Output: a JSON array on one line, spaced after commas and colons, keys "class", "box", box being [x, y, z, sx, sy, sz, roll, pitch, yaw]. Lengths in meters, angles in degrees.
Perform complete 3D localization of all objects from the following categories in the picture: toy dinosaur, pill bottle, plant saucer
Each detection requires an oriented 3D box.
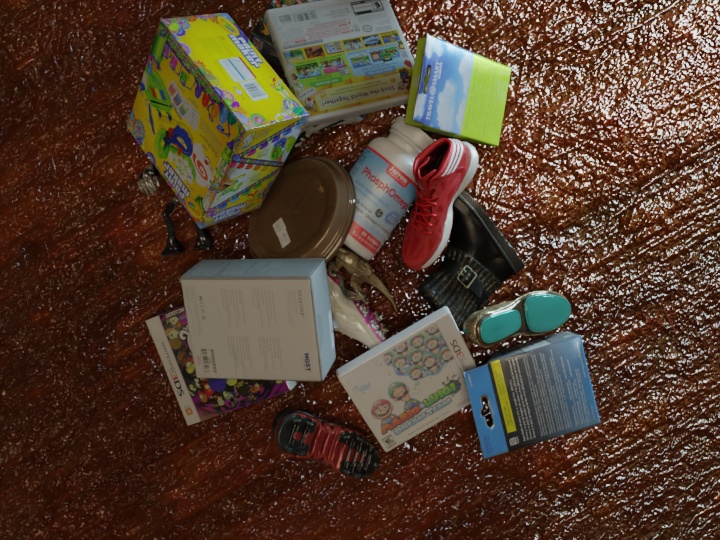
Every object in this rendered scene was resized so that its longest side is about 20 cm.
[{"class": "toy dinosaur", "box": [0.000, 0.000, 1.167, 0.199, 0.101, 0.058, 40, 107, -11]}, {"class": "pill bottle", "box": [0.031, -0.127, 1.159, 0.108, 0.109, 0.202, 36, 94, -3]}, {"class": "plant saucer", "box": [-0.095, -0.083, 1.140, 0.196, 0.029, 0.205, -15, 62, 29]}]

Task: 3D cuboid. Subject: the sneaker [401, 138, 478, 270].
[{"class": "sneaker", "box": [0.090, -0.100, 1.099, 0.077, 0.114, 0.205, 26, 100, 32]}]

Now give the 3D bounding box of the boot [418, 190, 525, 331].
[{"class": "boot", "box": [0.140, -0.028, 1.183, 0.157, 0.079, 0.212, -40, 95, 3]}]

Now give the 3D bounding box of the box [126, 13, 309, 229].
[{"class": "box", "box": [-0.205, -0.208, 1.060, 0.201, 0.121, 0.193, 51, 133, 14]}]

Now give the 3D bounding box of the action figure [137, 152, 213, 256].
[{"class": "action figure", "box": [-0.273, -0.129, 1.162, 0.115, 0.102, 0.206, -8, 97, -7]}]

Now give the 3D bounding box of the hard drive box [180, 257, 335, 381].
[{"class": "hard drive box", "box": [-0.144, 0.070, 1.091, 0.194, 0.077, 0.160, 0, 110, 15]}]

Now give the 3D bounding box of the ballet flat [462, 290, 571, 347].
[{"class": "ballet flat", "box": [0.240, 0.072, 1.193, 0.195, 0.065, 0.073, -8, 96, -29]}]

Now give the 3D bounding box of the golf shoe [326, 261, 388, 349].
[{"class": "golf shoe", "box": [-0.036, 0.064, 1.202, 0.091, 0.075, 0.201, -42, 88, 14]}]

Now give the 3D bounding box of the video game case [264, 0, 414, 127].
[{"class": "video game case", "box": [-0.021, -0.313, 1.110, 0.195, 0.023, 0.186, -17, 76, -21]}]

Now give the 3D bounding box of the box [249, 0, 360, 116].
[{"class": "box", "box": [-0.050, -0.342, 1.146, 0.197, 0.038, 0.139, 30, 65, -3]}]

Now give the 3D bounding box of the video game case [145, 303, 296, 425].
[{"class": "video game case", "box": [-0.219, 0.127, 1.192, 0.196, 0.036, 0.186, -19, 96, 17]}]

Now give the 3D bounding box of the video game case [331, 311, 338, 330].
[{"class": "video game case", "box": [-0.147, 0.062, 1.189, 0.196, 0.018, 0.146, -25, 93, 21]}]

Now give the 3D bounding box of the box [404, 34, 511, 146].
[{"class": "box", "box": [0.139, -0.261, 1.121, 0.197, 0.047, 0.126, 5, 96, -43]}]

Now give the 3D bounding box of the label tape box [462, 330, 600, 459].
[{"class": "label tape box", "box": [0.263, 0.194, 1.205, 0.195, 0.063, 0.148, -15, 95, -3]}]

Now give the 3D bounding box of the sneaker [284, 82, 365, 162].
[{"class": "sneaker", "box": [-0.095, -0.222, 1.174, 0.195, 0.131, 0.081, -7, 54, -34]}]

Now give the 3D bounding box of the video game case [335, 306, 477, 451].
[{"class": "video game case", "box": [0.085, 0.174, 1.191, 0.197, 0.024, 0.184, -29, 121, 2]}]

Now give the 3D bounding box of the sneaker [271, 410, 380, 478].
[{"class": "sneaker", "box": [-0.059, 0.273, 1.216, 0.197, 0.097, 0.072, 26, 82, -26]}]
